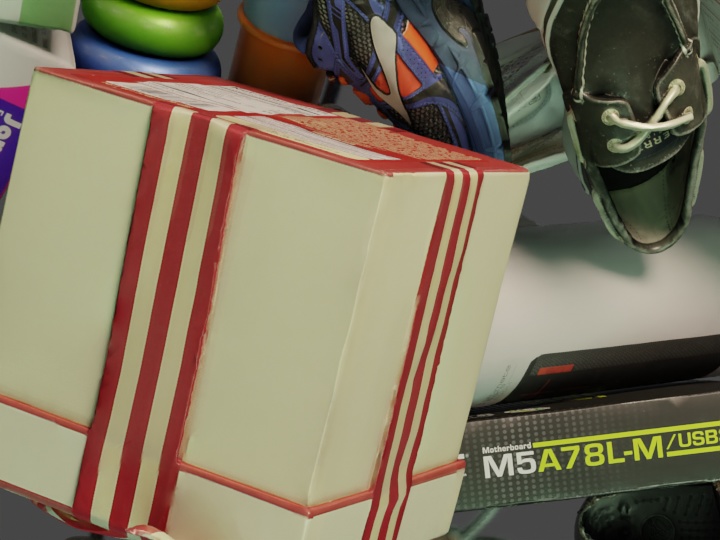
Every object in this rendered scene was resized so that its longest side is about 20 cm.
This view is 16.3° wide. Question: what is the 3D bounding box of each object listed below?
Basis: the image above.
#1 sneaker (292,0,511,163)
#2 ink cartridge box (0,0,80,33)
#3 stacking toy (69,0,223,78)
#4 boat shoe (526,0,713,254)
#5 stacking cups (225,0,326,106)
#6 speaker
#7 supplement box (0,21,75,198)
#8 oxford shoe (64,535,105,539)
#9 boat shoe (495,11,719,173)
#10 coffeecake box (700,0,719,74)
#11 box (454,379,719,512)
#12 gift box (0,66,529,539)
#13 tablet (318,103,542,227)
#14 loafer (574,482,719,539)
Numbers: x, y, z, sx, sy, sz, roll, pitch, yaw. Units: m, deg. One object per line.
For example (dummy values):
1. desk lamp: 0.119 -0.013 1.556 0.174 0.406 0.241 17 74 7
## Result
1. sneaker: 0.013 -0.101 1.072 0.078 0.076 0.201 -15 123 12
2. ink cartridge box: -0.123 -0.161 0.988 0.048 0.200 0.146 7 119 -11
3. stacking toy: -0.087 -0.116 1.096 0.085 0.085 0.201 10 114 -16
4. boat shoe: 0.117 -0.076 1.045 0.070 0.064 0.200 -21 150 0
5. stacking cups: -0.024 -0.129 1.115 0.060 0.061 0.201 7 124 -14
6. speaker: 0.094 0.017 1.155 0.199 0.081 0.082 -4 126 -42
7. supplement box: -0.232 -0.108 1.059 0.199 0.104 0.101 23 113 -24
8. oxford shoe: -0.061 0.155 1.278 0.199 0.070 0.075 15 90 -16
9. boat shoe: 0.129 -0.093 1.150 0.199 0.069 0.071 -29 121 8
10. coffeecake box: 0.236 -0.117 1.110 0.153 0.073 0.201 -32 135 -7
11. box: 0.089 0.082 1.178 0.192 0.200 0.048 -9 89 -5
12. gift box: -0.060 0.027 0.995 0.184 0.200 0.188 18 101 27
13. tablet: 0.000 0.000 1.170 0.130 0.014 0.200 -42 141 18
14. loafer: 0.197 0.128 1.252 0.199 0.074 0.071 -12 167 19
